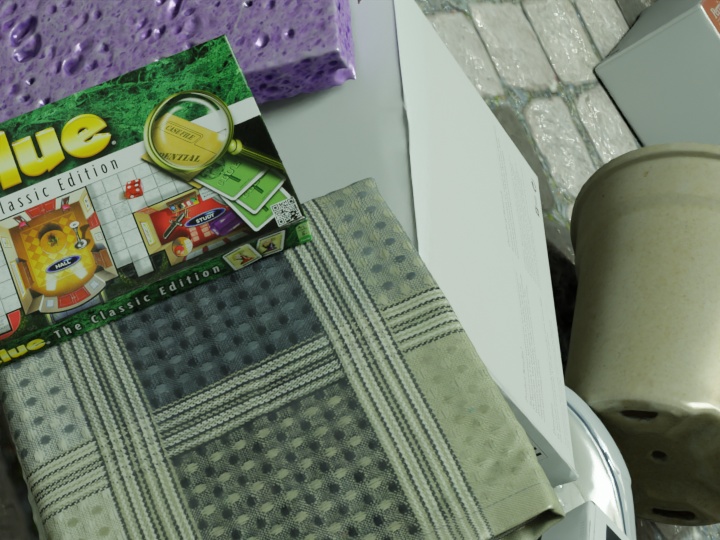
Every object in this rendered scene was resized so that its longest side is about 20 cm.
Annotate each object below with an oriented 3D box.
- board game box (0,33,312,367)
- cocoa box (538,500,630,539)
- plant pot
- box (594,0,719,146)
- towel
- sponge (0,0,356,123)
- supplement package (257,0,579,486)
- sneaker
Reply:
[{"bbox_3d":[-0.130,-0.021,0.760,0.024,0.198,0.105,76,-11,-60],"label":"board game box"},{"bbox_3d":[0.125,0.250,0.933,0.200,0.131,0.134,47,30,-20],"label":"cocoa box"},{"bbox_3d":[0.211,0.053,1.160,0.200,0.199,0.185,43,49,-24],"label":"plant pot"},{"bbox_3d":[0.305,-0.132,1.464,0.201,0.106,0.152,55,35,-9],"label":"box"},{"bbox_3d":[-0.042,0.069,0.716,0.035,0.191,0.201,73,-9,-50],"label":"towel"},{"bbox_3d":[-0.103,-0.120,0.862,0.030,0.198,0.113,60,22,-56],"label":"sponge"},{"bbox_3d":[0.000,0.000,0.902,0.200,0.146,0.193,47,32,-50],"label":"supplement package"},{"bbox_3d":[0.124,0.160,1.054,0.070,0.073,0.202,6,62,-54],"label":"sneaker"}]
